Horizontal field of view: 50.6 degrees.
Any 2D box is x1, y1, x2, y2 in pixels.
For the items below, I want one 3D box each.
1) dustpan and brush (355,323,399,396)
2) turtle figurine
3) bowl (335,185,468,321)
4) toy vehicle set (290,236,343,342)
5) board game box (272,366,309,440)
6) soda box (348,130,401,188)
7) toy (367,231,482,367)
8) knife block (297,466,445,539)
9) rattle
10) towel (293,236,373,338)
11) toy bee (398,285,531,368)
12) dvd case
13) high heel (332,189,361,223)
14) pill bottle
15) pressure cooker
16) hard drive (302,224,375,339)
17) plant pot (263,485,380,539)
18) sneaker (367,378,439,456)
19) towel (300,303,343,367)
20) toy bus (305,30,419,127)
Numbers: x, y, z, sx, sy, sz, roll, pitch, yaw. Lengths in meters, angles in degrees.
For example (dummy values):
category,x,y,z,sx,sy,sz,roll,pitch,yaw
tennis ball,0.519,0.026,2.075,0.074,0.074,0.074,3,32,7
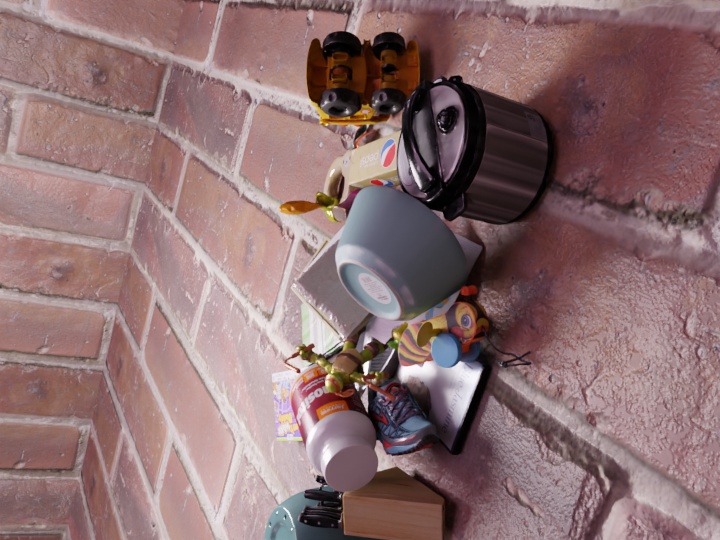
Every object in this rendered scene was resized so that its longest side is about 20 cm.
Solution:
category,x,y,z,sx,sy,sz,roll,pitch,yaw
dustpan and brush,0.013,0.174,1.301,0.139,0.056,0.205,6,87,60
turtle figurine,-0.007,0.146,1.195,0.197,0.161,0.065,12,128,27
bowl,0.041,-0.007,1.067,0.105,0.202,0.200,-48,20,-25
toy vehicle set,-0.044,0.033,1.409,0.125,0.026,0.200,-53,41,4
board game box,-0.107,0.259,1.481,0.199,0.044,0.138,-21,72,56
soda box,0.055,-0.191,1.332,0.199,0.063,0.069,-6,76,58
toy,0.104,0.036,1.179,0.114,0.047,0.203,29,90,33
knife block,0.009,0.358,1.136,0.199,0.173,0.065,16,112,59
rattle,-0.062,-0.200,1.471,0.131,0.140,0.202,-91,20,-54
towel,0.000,0.000,1.236,0.132,0.200,0.035,40,161,18
toy bee,0.140,0.078,1.067,0.196,0.131,0.111,-6,88,19
dvd case,0.117,0.166,1.168,0.200,0.017,0.145,40,116,56
high heel,0.046,-0.103,1.350,0.198,0.096,0.069,26,136,38
pill bottle,-0.040,0.243,1.192,0.115,0.111,0.201,-68,26,20
pressure cooker,0.141,-0.165,1.042,0.176,0.197,0.182,42,117,53
hard drive,-0.021,0.018,1.357,0.132,0.027,0.201,-48,42,9
plant pot,-0.066,0.454,1.260,0.200,0.158,0.205,-26,59,55
sneaker,0.052,0.217,1.160,0.199,0.078,0.098,-175,72,-68
towel,-0.063,0.096,1.495,0.200,0.030,0.152,-40,47,52
toy bus,0.009,-0.323,1.382,0.192,0.195,0.139,78,-167,-73
